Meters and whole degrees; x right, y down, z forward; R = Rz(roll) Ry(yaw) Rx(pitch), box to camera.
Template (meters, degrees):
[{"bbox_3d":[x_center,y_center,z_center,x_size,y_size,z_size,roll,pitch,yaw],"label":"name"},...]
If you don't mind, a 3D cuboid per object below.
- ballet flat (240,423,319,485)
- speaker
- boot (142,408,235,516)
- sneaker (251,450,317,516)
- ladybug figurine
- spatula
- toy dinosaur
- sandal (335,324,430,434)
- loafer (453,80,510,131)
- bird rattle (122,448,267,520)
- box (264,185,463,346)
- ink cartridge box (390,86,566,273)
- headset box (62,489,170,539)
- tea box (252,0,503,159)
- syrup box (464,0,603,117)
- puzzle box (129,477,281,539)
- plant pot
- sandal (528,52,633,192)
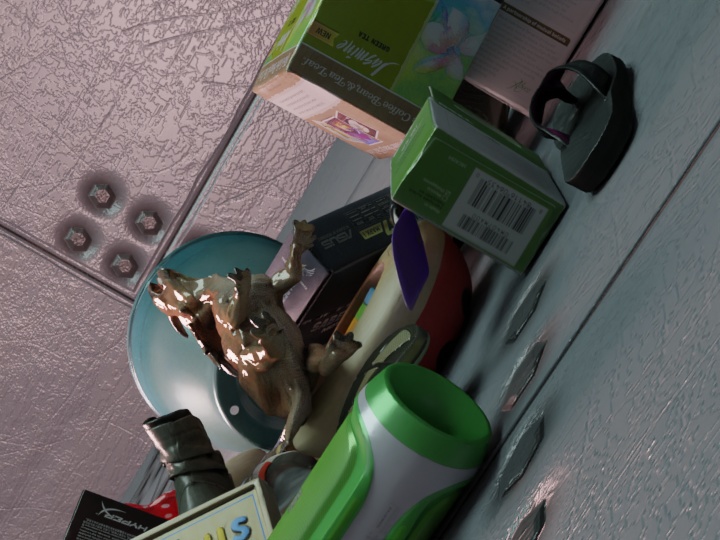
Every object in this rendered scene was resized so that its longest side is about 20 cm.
[{"bbox_3d":[-0.031,0.141,1.595,0.201,0.072,0.072,-58,7,23],"label":"ballet flat"},{"bbox_3d":[-0.005,0.154,1.177,0.200,0.088,0.088,-58,7,22],"label":"speaker"},{"bbox_3d":[-0.106,0.173,1.505,0.068,0.131,0.200,-21,-19,-1],"label":"boot"},{"bbox_3d":[-0.031,0.177,1.448,0.082,0.077,0.200,-31,15,12],"label":"sneaker"},{"bbox_3d":[0.022,0.055,1.457,0.200,0.072,0.136,-60,7,9],"label":"ladybug figurine"},{"bbox_3d":[0.031,-0.035,1.396,0.200,0.020,0.057,-94,-11,-68],"label":"spatula"},{"bbox_3d":[-0.070,0.057,1.429,0.200,0.086,0.136,63,144,31],"label":"toy dinosaur"},{"bbox_3d":[0.012,0.130,1.310,0.080,0.057,0.202,-121,46,-76],"label":"sandal"},{"bbox_3d":[0.098,-0.124,1.741,0.200,0.075,0.070,-63,-25,-14],"label":"loafer"},{"bbox_3d":[-0.141,0.208,1.696,0.163,0.113,0.200,-42,-22,-18],"label":"bird rattle"},{"bbox_3d":[0.000,0.000,1.568,0.200,0.051,0.158,-26,-22,-42],"label":"box"},{"bbox_3d":[0.078,-0.067,1.410,0.059,0.104,0.200,-58,7,11],"label":"ink cartridge box"},{"bbox_3d":[-0.204,0.281,1.478,0.149,0.075,0.200,101,-171,-69],"label":"headset box"},{"bbox_3d":[0.023,-0.207,1.624,0.197,0.133,0.200,-64,10,-5],"label":"tea box"},{"bbox_3d":[0.158,-0.237,1.642,0.200,0.081,0.079,-58,9,17],"label":"syrup box"},{"bbox_3d":[-0.133,0.238,1.348,0.200,0.025,0.133,-28,52,11],"label":"puzzle box"},{"bbox_3d":[-0.092,0.077,1.787,0.200,0.200,0.188,-60,21,-1],"label":"plant pot"},{"bbox_3d":[0.144,-0.109,1.331,0.075,0.048,0.200,-59,7,14],"label":"sandal"}]
